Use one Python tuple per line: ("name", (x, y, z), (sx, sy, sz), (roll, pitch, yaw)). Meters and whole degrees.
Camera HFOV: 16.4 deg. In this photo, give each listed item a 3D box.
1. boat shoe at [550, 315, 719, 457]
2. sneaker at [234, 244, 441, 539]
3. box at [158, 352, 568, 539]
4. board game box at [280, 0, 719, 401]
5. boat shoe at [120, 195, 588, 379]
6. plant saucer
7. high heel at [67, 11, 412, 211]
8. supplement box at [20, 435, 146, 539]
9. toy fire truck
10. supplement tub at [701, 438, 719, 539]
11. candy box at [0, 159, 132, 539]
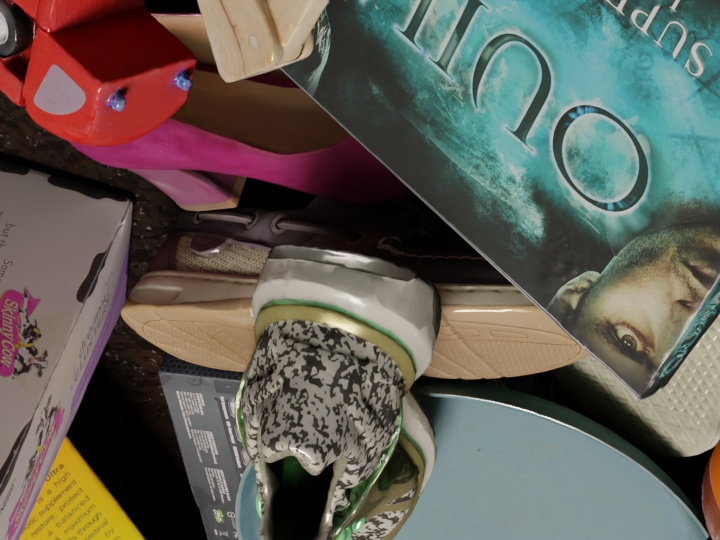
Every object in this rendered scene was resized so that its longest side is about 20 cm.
("boat shoe", (0.120, 0.012, 0.897), (0.074, 0.062, 0.200), (35, 156, 7))
("sneaker", (-0.019, 0.069, 0.872), (0.076, 0.089, 0.200), (16, 153, 10))
("box", (0.013, 0.100, 1.050), (0.157, 0.051, 0.201), (5, 137, 18))
("board game box", (0.049, -0.073, 0.768), (0.200, 0.028, 0.136), (43, 131, 19))
("boat shoe", (0.000, 0.000, 0.911), (0.199, 0.065, 0.072), (-2, 156, 37))
("plant saucer", (0.049, 0.109, 0.986), (0.199, 0.028, 0.201), (10, 136, 10))
("high heel", (-0.032, -0.068, 0.864), (0.199, 0.068, 0.096), (-16, 138, 40))
("supplement box", (-0.146, 0.149, 1.098), (0.109, 0.109, 0.200), (29, 157, 52))
("toy fire truck", (-0.049, -0.108, 0.786), (0.141, 0.049, 0.201), (42, 132, 29))
("supplement tub", (0.184, 0.057, 0.847), (0.106, 0.107, 0.201), (25, 123, -5))
("candy box", (-0.208, 0.025, 0.969), (0.199, 0.168, 0.072), (17, 141, 5))
